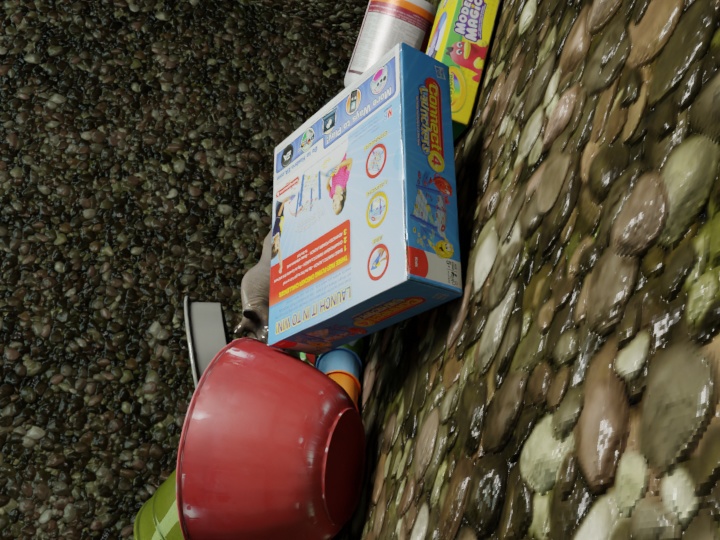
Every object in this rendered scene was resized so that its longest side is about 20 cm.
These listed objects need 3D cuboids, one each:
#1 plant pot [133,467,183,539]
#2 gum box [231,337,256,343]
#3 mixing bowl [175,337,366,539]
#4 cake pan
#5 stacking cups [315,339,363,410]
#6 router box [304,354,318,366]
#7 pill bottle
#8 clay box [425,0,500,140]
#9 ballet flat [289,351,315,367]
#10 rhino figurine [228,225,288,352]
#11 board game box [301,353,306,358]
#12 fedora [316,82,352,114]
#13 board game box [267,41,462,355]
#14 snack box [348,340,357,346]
[{"bbox_3d":[-0.139,0.268,0.939,0.195,0.198,0.201,-57,11,14],"label":"plant pot"},{"bbox_3d":[-0.152,0.196,1.076,0.202,0.065,0.115,111,146,-41],"label":"gum box"},{"bbox_3d":[-0.060,0.162,0.676,0.200,0.106,0.205,1,-90,-70],"label":"mixing bowl"},{"bbox_3d":[-0.143,0.123,0.794,0.200,0.036,0.205,169,90,-81],"label":"cake pan"},{"bbox_3d":[-0.029,0.118,0.861,0.201,0.059,0.061,-85,15,-60],"label":"stacking cups"},{"bbox_3d":[-0.063,0.013,1.108,0.201,0.048,0.183,-107,20,-57],"label":"router box"},{"bbox_3d":[0.038,-0.313,1.188,0.110,0.107,0.204,-122,50,-80],"label":"pill bottle"},{"bbox_3d":[0.095,-0.224,0.785,0.115,0.047,0.204,136,150,-75],"label":"clay box"},{"bbox_3d":[-0.078,0.120,0.888,0.201,0.069,0.072,57,-143,-45],"label":"ballet flat"},{"bbox_3d":[-0.081,0.022,0.815,0.060,0.087,0.202,-42,18,42],"label":"rhino figurine"},{"bbox_3d":[-0.102,0.166,1.079,0.201,0.029,0.136,-118,36,-46],"label":"board game box"},{"bbox_3d":[-0.002,-0.169,0.928,0.200,0.092,0.201,-39,16,13],"label":"fedora"},{"bbox_3d":[-0.004,-0.050,0.658,0.199,0.055,0.200,-27,57,49],"label":"board game box"},{"bbox_3d":[0.000,0.000,0.854,0.117,0.037,0.200,-54,13,5],"label":"snack box"}]
